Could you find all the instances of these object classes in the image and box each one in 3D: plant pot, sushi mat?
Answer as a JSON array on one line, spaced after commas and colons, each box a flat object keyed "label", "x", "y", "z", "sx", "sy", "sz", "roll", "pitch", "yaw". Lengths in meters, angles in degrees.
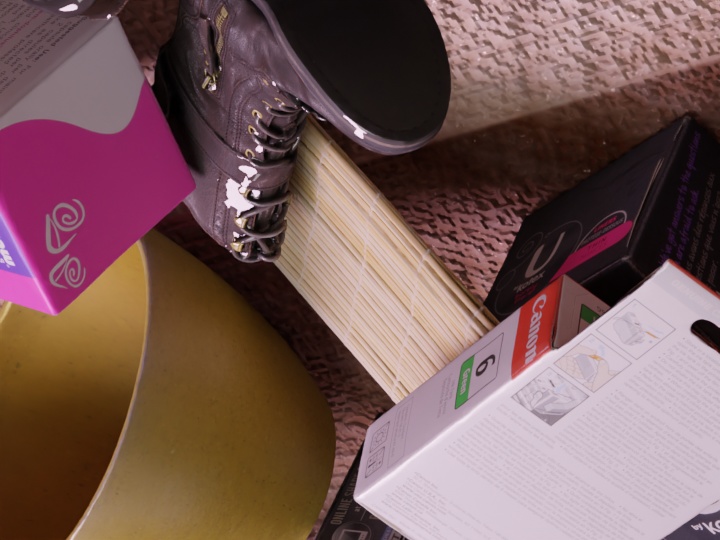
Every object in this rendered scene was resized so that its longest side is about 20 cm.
[{"label": "plant pot", "x": -0.098, "y": 0.085, "z": 1.413, "sx": 0.142, "sy": 0.200, "sz": 0.200, "roll": 21, "pitch": 143, "yaw": -29}, {"label": "sushi mat", "x": 0.000, "y": 0.000, "z": 1.301, "sx": 0.200, "sy": 0.012, "sz": 0.096, "roll": 48, "pitch": 145, "yaw": 36}]

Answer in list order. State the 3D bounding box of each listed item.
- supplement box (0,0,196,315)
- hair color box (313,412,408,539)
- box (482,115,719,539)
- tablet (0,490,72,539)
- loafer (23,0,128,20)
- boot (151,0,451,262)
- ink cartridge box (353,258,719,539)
[{"label": "supplement box", "x": -0.188, "y": -0.064, "z": 1.316, "sx": 0.200, "sy": 0.103, "sz": 0.101, "roll": 13, "pitch": 138, "yaw": 43}, {"label": "hair color box", "x": 0.037, "y": 0.184, "z": 1.472, "sx": 0.065, "sy": 0.109, "sz": 0.200, "roll": 3, "pitch": 132, "yaw": 24}, {"label": "box", "x": 0.163, "y": 0.050, "z": 1.282, "sx": 0.200, "sy": 0.106, "sz": 0.122, "roll": 42, "pitch": 136, "yaw": -14}, {"label": "tablet", "x": -0.110, "y": 0.146, "z": 1.501, "sx": 0.200, "sy": 0.130, "sz": 0.014, "roll": 29, "pitch": 119, "yaw": -1}, {"label": "loafer", "x": -0.112, "y": -0.164, "z": 1.185, "sx": 0.071, "sy": 0.200, "sz": 0.073, "roll": 21, "pitch": 117, "yaw": -27}, {"label": "boot", "x": -0.035, "y": -0.069, "z": 1.263, "sx": 0.200, "sy": 0.069, "sz": 0.174, "roll": 51, "pitch": 146, "yaw": 35}, {"label": "ink cartridge box", "x": 0.101, "y": 0.062, "z": 1.197, "sx": 0.109, "sy": 0.050, "sz": 0.200, "roll": 35, "pitch": 128, "yaw": -19}]
